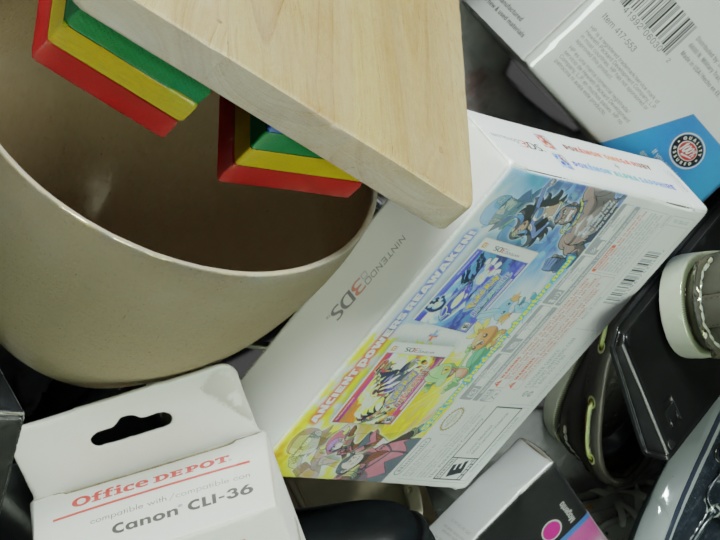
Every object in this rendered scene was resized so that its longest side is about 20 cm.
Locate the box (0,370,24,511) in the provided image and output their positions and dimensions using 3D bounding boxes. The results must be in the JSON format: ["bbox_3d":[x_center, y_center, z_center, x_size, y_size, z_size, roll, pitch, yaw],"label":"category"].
[{"bbox_3d":[-0.238,0.108,1.288,0.086,0.164,0.200,4,117,-27],"label":"box"}]

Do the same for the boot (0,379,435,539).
[{"bbox_3d":[-0.080,0.115,1.335,0.200,0.076,0.168,-25,114,-3],"label":"boot"}]

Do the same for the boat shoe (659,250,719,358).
[{"bbox_3d":[0.229,0.006,1.431,0.202,0.060,0.072,-14,95,-52],"label":"boat shoe"}]

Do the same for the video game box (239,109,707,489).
[{"bbox_3d":[0.049,0.020,1.326,0.200,0.047,0.182,-50,152,20],"label":"video game box"}]

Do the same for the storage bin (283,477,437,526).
[{"bbox_3d":[-0.029,0.218,1.496,0.199,0.094,0.200,-27,126,-8],"label":"storage bin"}]

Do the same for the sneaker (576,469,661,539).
[{"bbox_3d":[0.159,0.145,1.558,0.200,0.076,0.092,-44,123,3],"label":"sneaker"}]

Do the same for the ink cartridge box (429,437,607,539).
[{"bbox_3d":[0.041,0.186,1.430,0.200,0.037,0.095,-42,130,-8],"label":"ink cartridge box"}]

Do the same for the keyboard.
[{"bbox_3d":[0.190,0.034,1.441,0.200,0.021,0.127,-44,118,-45],"label":"keyboard"}]

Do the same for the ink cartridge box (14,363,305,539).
[{"bbox_3d":[-0.078,0.151,1.267,0.116,0.068,0.200,-18,120,2],"label":"ink cartridge box"}]

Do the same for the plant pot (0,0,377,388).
[{"bbox_3d":[-0.111,-0.024,1.268,0.200,0.200,0.134,8,132,-29],"label":"plant pot"}]

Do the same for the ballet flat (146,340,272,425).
[{"bbox_3d":[-0.088,0.071,1.408,0.200,0.074,0.074,-11,122,-21],"label":"ballet flat"}]

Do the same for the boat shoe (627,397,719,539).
[{"bbox_3d":[0.208,0.119,1.502,0.091,0.071,0.200,25,73,6],"label":"boat shoe"}]

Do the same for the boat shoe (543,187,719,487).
[{"bbox_3d":[0.161,0.021,1.490,0.072,0.061,0.201,5,116,-28],"label":"boat shoe"}]

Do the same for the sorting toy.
[{"bbox_3d":[-0.051,-0.118,1.220,0.199,0.200,0.070,31,124,-26],"label":"sorting toy"}]

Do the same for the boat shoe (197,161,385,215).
[{"bbox_3d":[-0.002,0.002,1.397,0.074,0.068,0.199,-46,127,5],"label":"boat shoe"}]

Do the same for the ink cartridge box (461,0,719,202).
[{"bbox_3d":[0.176,-0.146,1.384,0.200,0.086,0.146,-44,128,3],"label":"ink cartridge box"}]
